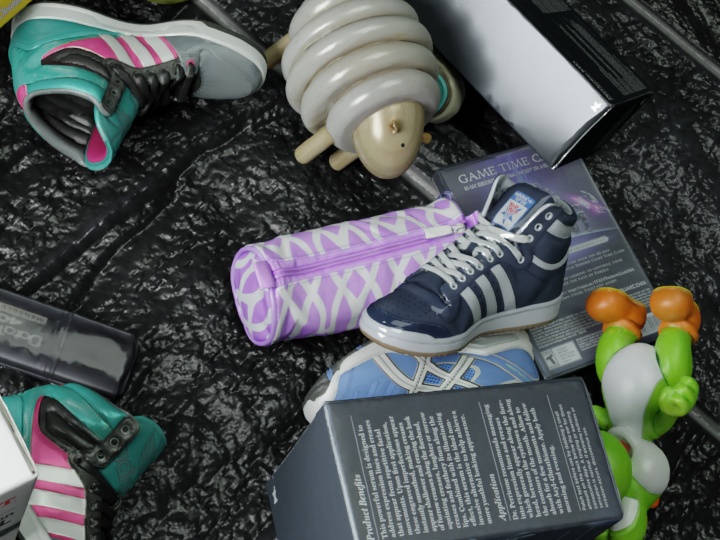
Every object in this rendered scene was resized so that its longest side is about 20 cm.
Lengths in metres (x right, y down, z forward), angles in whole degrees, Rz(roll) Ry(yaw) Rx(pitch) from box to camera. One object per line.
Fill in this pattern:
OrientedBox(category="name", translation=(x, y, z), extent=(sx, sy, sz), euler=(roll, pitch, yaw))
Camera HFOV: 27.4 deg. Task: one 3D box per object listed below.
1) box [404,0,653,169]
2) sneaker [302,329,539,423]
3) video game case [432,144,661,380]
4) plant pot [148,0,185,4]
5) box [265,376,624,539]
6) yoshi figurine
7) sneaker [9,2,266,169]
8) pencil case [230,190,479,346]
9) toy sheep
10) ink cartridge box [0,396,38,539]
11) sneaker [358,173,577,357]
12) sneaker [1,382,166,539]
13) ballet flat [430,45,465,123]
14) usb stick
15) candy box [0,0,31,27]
OrientedBox(category="box", translation=(0.139, -0.189, 1.253), extent=(0.200, 0.079, 0.141), euler=(48, 24, 10))
OrientedBox(category="sneaker", translation=(0.053, 0.090, 1.105), extent=(0.198, 0.076, 0.078), euler=(-10, 63, -24))
OrientedBox(category="video game case", translation=(0.162, -0.013, 1.238), extent=(0.142, 0.019, 0.201), euler=(-16, 69, -27))
OrientedBox(category="plant pot", translation=(-0.179, -0.357, 1.207), extent=(0.193, 0.201, 0.200), euler=(42, 56, 20))
OrientedBox(category="box", translation=(0.054, 0.158, 1.027), extent=(0.198, 0.149, 0.108), euler=(-4, 64, -22))
OrientedBox(category="yoshi figurine", translation=(0.198, 0.107, 1.132), extent=(0.111, 0.113, 0.202), euler=(14, 70, -3))
OrientedBox(category="sneaker", translation=(-0.172, -0.133, 1.126), extent=(0.198, 0.084, 0.122), euler=(6, 56, -9))
OrientedBox(category="pencil case", translation=(0.000, 0.000, 1.129), extent=(0.198, 0.085, 0.085), euler=(-16, 82, -26))
OrientedBox(category="toy sheep", translation=(-0.005, -0.164, 1.182), extent=(0.137, 0.138, 0.202), euler=(-15, 71, -27))
OrientedBox(category="ink cartridge box", translation=(-0.282, 0.149, 0.874), extent=(0.144, 0.200, 0.085), euler=(-24, 73, -29))
OrientedBox(category="sneaker", translation=(0.083, -0.007, 1.082), extent=(0.199, 0.110, 0.070), euler=(-11, 33, -42))
OrientedBox(category="sneaker", translation=(-0.174, 0.155, 0.986), extent=(0.120, 0.084, 0.201), euler=(-29, 75, -21))
OrientedBox(category="ballet flat", translation=(0.021, -0.208, 1.269), extent=(0.069, 0.070, 0.201), euler=(-33, 80, -31))
OrientedBox(category="usb stick", translation=(-0.253, 0.040, 1.044), extent=(0.198, 0.033, 0.056), euler=(20, 65, -10))
OrientedBox(category="candy box", translation=(-0.294, -0.216, 1.114), extent=(0.101, 0.027, 0.201), euler=(8, 37, 17))
